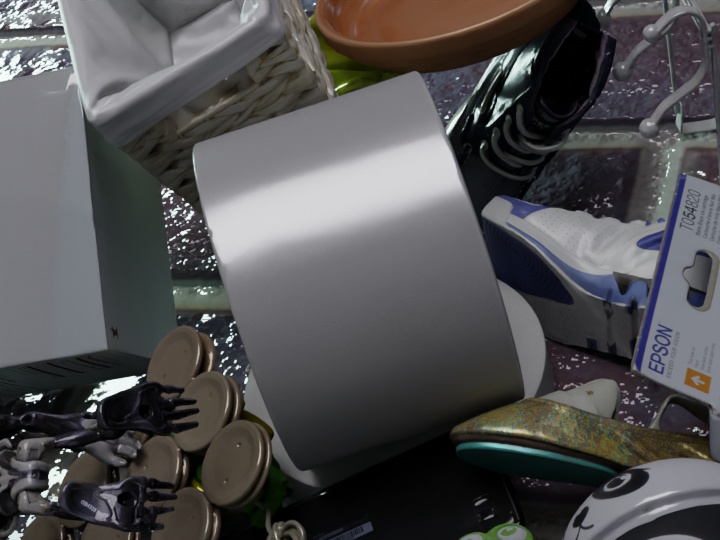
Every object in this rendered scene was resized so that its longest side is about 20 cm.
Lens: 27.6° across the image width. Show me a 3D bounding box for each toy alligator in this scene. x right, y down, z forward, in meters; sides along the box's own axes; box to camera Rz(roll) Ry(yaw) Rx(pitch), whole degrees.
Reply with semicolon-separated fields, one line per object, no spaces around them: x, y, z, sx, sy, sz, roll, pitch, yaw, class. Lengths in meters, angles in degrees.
-0.066;0.120;0.863;0.059;0.054;0.200;-58;39;6;toy alligator

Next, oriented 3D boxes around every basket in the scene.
-0.107;-0.154;0.967;0.135;0.123;0.200;-30;47;10;basket

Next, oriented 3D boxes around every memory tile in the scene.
-0.132;0.142;0.864;0.200;0.017;0.153;-54;40;10;memory tile

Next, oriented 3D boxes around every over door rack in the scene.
0.209;-0.123;0.980;0.066;0.200;0.148;-22;39;12;over door rack

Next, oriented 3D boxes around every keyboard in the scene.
0.000;0.175;0.825;0.200;0.021;0.127;-26;49;8;keyboard

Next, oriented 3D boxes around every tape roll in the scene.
0.023;0.075;0.941;0.202;0.037;0.203;-12;40;10;tape roll
0.000;0.000;0.851;0.139;0.203;0.203;-19;39;2;tape roll

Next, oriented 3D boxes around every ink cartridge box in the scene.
0.253;0.042;0.813;0.200;0.041;0.200;21;41;7;ink cartridge box

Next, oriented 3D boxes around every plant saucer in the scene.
0.068;-0.187;0.973;0.200;0.038;0.200;-16;32;10;plant saucer

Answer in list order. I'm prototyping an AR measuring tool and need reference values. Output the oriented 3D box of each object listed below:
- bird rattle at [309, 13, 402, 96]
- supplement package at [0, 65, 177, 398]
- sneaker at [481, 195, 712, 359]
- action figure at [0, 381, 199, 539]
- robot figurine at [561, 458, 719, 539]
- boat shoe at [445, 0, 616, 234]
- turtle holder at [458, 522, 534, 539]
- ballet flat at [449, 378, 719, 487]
-0.036;-0.088;1.059;0.200;0.163;0.113;-32;28;20;bird rattle
-0.247;-0.014;1.004;0.199;0.147;0.192;-9;79;11;supplement package
0.184;-0.002;0.945;0.199;0.081;0.115;28;53;34;sneaker
-0.170;0.126;0.823;0.200;0.102;0.119;-20;57;44;action figure
0.165;0.181;0.689;0.150;0.125;0.200;-18;41;3;robot figurine
0.104;-0.093;0.989;0.075;0.200;0.093;19;15;-12;boat shoe
0.013;0.204;0.681;0.141;0.186;0.132;-2;39;-6;turtle holder
0.151;0.095;0.805;0.199;0.071;0.071;14;45;4;ballet flat
